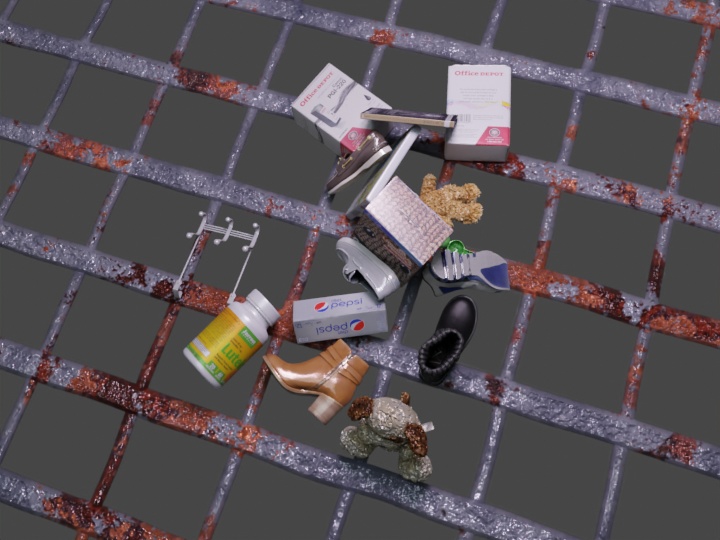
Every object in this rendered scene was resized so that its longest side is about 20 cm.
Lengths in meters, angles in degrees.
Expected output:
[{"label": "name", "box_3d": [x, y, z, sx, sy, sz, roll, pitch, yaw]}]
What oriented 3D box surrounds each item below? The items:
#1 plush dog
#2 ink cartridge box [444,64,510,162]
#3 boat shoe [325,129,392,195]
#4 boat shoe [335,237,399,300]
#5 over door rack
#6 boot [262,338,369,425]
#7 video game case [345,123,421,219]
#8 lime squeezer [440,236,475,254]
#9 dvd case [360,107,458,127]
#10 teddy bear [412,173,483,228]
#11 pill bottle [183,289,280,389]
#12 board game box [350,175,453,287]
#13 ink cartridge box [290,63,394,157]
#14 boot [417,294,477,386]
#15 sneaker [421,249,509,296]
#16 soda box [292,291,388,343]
[{"label": "plush dog", "box_3d": [0.064, 0.300, 1.528, 0.197, 0.172, 0.163, 21, 73, 13]}, {"label": "ink cartridge box", "box_3d": [0.266, -0.355, 1.788, 0.144, 0.086, 0.204, 3, 69, 7]}, {"label": "boat shoe", "box_3d": [-0.013, -0.234, 1.729, 0.071, 0.199, 0.060, -31, 88, -48]}, {"label": "boat shoe", "box_3d": [0.000, 0.000, 1.670, 0.068, 0.073, 0.199, -37, 53, -18]}, {"label": "over door rack", "box_3d": [-0.318, -0.027, 1.736, 0.145, 0.067, 0.204, 13, 72, 10]}, {"label": "boot", "box_3d": [-0.092, 0.199, 1.635, 0.199, 0.074, 0.155, 40, 79, 4]}, {"label": "video game case", "box_3d": [0.048, -0.210, 1.711, 0.023, 0.182, 0.202, 35, 76, -8]}, {"label": "lime squeezer", "box_3d": [0.196, -0.054, 1.684, 0.198, 0.071, 0.038, 29, 93, -27]}, {"label": "dvd case", "box_3d": [0.107, -0.327, 1.682, 0.195, 0.149, 0.016, 6, 107, 8]}, {"label": "teddy bear", "box_3d": [0.172, -0.147, 1.733, 0.196, 0.067, 0.148, 11, 70, 8]}, {"label": "pill bottle", "box_3d": [-0.263, 0.139, 1.648, 0.111, 0.111, 0.200, 42, 79, 17]}, {"label": "board game box", "box_3d": [0.079, -0.074, 1.618, 0.159, 0.200, 0.097, 43, 73, 3]}, {"label": "ink cartridge box", "box_3d": [-0.041, -0.358, 1.818, 0.199, 0.085, 0.146, 37, 77, 18]}, {"label": "boot", "box_3d": [0.180, 0.129, 1.585, 0.078, 0.158, 0.214, 22, 74, 12]}, {"label": "sneaker", "box_3d": [0.210, 0.008, 1.670, 0.195, 0.115, 0.082, 8, 71, -24]}, {"label": "soda box", "box_3d": [-0.042, 0.097, 1.656, 0.195, 0.064, 0.069, -8, 37, 2]}]
